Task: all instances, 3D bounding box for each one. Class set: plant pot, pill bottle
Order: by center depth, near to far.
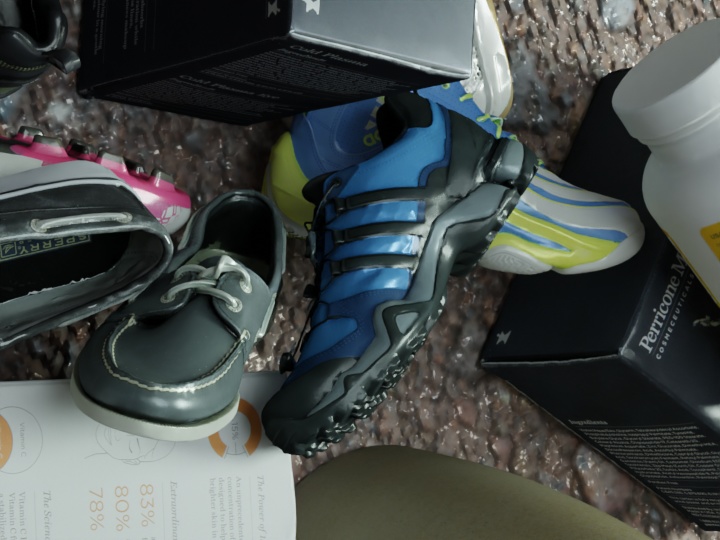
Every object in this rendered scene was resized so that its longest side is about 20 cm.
[{"bbox_3d":[0.072,0.178,1.016,0.187,0.200,0.188,3,84,-36],"label":"plant pot"},{"bbox_3d":[0.210,-0.026,1.046,0.200,0.104,0.104,51,60,-19],"label":"pill bottle"}]

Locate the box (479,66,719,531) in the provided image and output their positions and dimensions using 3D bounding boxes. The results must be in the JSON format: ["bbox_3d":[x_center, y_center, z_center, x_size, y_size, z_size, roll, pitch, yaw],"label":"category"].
[{"bbox_3d":[0.202,0.016,1.176,0.197,0.124,0.200,36,66,-27],"label":"box"}]

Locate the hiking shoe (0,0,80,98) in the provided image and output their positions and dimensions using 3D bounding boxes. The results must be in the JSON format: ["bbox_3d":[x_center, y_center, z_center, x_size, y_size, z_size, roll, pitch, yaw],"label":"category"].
[{"bbox_3d":[-0.179,-0.174,0.919,0.076,0.101,0.200,-37,108,-33],"label":"hiking shoe"}]

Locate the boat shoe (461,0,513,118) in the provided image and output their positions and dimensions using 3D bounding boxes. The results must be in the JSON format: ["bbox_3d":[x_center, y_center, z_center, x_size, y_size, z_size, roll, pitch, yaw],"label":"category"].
[{"bbox_3d":[0.020,-0.160,1.085,0.069,0.071,0.200,-27,103,-36],"label":"boat shoe"}]

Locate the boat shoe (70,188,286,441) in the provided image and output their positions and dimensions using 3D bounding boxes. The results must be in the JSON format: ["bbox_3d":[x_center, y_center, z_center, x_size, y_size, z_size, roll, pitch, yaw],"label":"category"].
[{"bbox_3d":[-0.074,0.015,0.914,0.200,0.073,0.062,-58,164,-69],"label":"boat shoe"}]

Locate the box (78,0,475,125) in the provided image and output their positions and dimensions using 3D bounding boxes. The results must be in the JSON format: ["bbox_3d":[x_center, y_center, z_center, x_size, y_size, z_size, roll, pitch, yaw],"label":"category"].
[{"bbox_3d":[-0.037,-0.180,0.975,0.104,0.182,0.200,8,82,-35],"label":"box"}]

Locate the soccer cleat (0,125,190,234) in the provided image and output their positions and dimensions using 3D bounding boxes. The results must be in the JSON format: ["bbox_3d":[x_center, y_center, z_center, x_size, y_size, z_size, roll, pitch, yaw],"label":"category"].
[{"bbox_3d":[-0.173,-0.025,0.941,0.200,0.070,0.086,12,95,-33],"label":"soccer cleat"}]

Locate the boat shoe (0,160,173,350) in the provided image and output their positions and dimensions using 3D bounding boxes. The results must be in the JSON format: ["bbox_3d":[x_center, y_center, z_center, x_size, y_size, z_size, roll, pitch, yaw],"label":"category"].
[{"bbox_3d":[-0.174,0.012,0.872,0.199,0.068,0.074,-14,122,-27],"label":"boat shoe"}]

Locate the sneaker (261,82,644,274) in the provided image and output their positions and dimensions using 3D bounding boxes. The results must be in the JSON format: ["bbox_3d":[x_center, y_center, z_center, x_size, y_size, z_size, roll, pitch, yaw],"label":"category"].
[{"bbox_3d":[0.053,-0.058,1.054,0.200,0.076,0.105,5,102,-14],"label":"sneaker"}]

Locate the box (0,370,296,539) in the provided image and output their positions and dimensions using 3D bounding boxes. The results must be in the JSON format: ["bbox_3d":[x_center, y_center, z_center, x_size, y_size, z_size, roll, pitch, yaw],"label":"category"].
[{"bbox_3d":[-0.137,0.111,0.929,0.200,0.097,0.125,0,85,-36],"label":"box"}]

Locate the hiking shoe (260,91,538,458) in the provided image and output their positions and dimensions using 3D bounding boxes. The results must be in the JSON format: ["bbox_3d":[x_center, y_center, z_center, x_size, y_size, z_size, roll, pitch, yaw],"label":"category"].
[{"bbox_3d":[0.000,0.000,0.970,0.087,0.074,0.200,34,57,4],"label":"hiking shoe"}]
